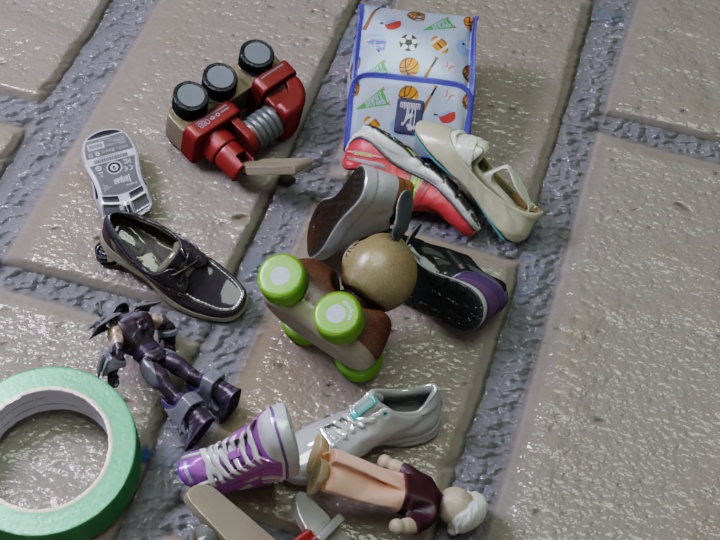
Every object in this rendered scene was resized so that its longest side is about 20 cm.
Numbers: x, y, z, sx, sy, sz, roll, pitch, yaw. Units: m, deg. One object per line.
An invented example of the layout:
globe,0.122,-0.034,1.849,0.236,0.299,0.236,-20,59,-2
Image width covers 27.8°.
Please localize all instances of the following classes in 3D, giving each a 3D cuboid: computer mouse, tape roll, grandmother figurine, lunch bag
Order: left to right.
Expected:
tape roll,-0.340,0.203,1.579,0.200,0.048,0.201,0,59,0
computer mouse,-0.295,-0.092,1.824,0.109,0.044,0.200,-16,61,-9
grandmother figurine,0.043,0.238,1.555,0.199,0.061,0.121,17,39,-14
lunch bag,0.066,-0.239,1.913,0.169,0.124,0.201,7,69,0

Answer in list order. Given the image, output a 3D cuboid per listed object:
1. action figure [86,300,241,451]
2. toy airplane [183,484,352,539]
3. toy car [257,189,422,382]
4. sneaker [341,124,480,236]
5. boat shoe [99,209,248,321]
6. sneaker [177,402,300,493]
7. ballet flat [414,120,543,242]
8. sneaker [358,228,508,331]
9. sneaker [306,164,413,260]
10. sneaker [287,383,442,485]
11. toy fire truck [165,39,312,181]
action figure,-0.233,0.104,1.647,0.200,0.069,0.130,44,43,15
toy airplane,-0.088,0.320,1.481,0.199,0.141,0.200,21,31,-34
toy car,0.000,0.000,1.661,0.158,0.164,0.200,34,77,20
sneaker,0.063,-0.100,1.842,0.200,0.077,0.085,38,101,6
boat shoe,-0.224,-0.007,1.726,0.200,0.065,0.072,34,74,5
sneaker,-0.130,0.199,1.517,0.114,0.201,0.073,-12,71,-18
ballet flat,0.153,-0.125,1.822,0.200,0.069,0.069,48,61,-1
sneaker,0.089,0.003,1.772,0.200,0.076,0.087,35,34,25
sneaker,0.000,-0.058,1.739,0.084,0.200,0.073,10,67,-23
sneaker,-0.002,0.170,1.613,0.200,0.089,0.075,-20,58,-18
toy fire truck,-0.127,-0.183,1.864,0.176,0.129,0.200,-37,75,-28
